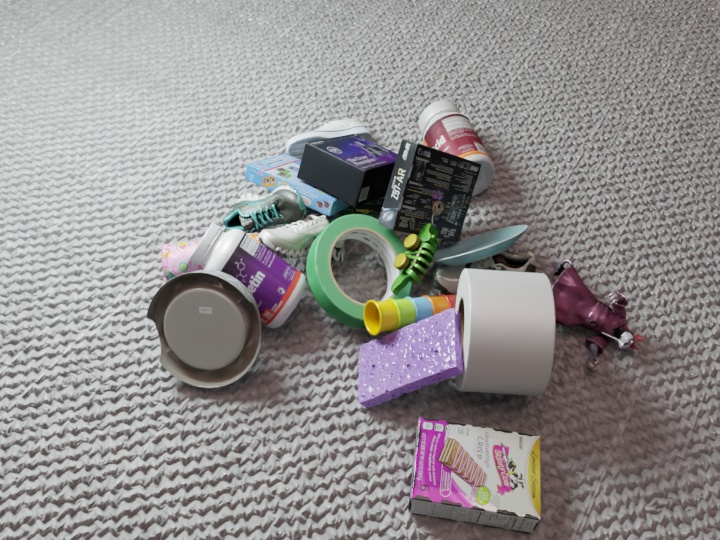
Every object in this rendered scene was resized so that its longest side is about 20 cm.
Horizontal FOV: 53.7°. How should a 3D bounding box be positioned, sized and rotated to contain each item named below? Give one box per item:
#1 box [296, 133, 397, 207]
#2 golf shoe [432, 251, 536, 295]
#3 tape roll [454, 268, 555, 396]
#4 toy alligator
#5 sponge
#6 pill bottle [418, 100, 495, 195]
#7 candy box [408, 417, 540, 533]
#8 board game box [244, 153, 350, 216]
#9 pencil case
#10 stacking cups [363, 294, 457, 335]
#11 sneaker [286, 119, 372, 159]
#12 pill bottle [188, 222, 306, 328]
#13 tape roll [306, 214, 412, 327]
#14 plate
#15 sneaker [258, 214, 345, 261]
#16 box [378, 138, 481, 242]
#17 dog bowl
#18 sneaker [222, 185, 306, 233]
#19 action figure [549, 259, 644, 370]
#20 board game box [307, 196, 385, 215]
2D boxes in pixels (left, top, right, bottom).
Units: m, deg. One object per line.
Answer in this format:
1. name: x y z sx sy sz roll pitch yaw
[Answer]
1. box: -0.013 -0.204 1.411 0.139 0.080 0.199 25 25 19
2. golf shoe: 0.234 -0.003 1.341 0.195 0.089 0.078 -4 54 -3
3. tape roll: 0.233 0.103 1.186 0.136 0.205 0.206 3 52 0
4. toy alligator: 0.117 -0.042 1.289 0.054 0.059 0.202 10 65 51
5. sponge: 0.081 0.147 1.183 0.198 0.030 0.113 -25 44 29
6. pill bottle: 0.200 -0.263 1.520 0.112 0.115 0.203 -12 53 -11
7. candy box: 0.179 0.317 1.109 0.195 0.062 0.138 8 52 4
8. board game box: -0.109 -0.175 1.424 0.197 0.037 0.151 24 25 17
9. pencil case: -0.273 -0.020 1.340 0.195 0.088 0.089 -7 52 -9
10. stacking cups: 0.103 0.076 1.263 0.196 0.061 0.061 -3 49 -31
11. sneaker: -0.074 -0.288 1.568 0.196 0.074 0.071 -11 43 -21
12. pill bottle: -0.200 0.005 1.259 0.198 0.112 0.114 35 53 -13
13. tape roll: 0.000 0.000 1.298 0.196 0.048 0.205 9 68 -23
14. plate: 0.222 -0.042 1.336 0.197 0.200 0.026 -22 96 -17
15. sneaker: -0.104 -0.068 1.331 0.197 0.083 0.075 1 26 -44
16. box: 0.135 -0.147 1.348 0.197 0.164 0.043 6 14 -45
17. dog bowl: -0.257 0.092 1.197 0.195 0.205 0.059 6 18 3
18. sneaker: -0.187 -0.104 1.359 0.197 0.079 0.091 -7 28 42
19. action figure: 0.418 0.086 1.293 0.198 0.135 0.149 33 14 8
20. board game box: -0.026 -0.165 1.496 0.195 0.024 0.106 5 54 2
